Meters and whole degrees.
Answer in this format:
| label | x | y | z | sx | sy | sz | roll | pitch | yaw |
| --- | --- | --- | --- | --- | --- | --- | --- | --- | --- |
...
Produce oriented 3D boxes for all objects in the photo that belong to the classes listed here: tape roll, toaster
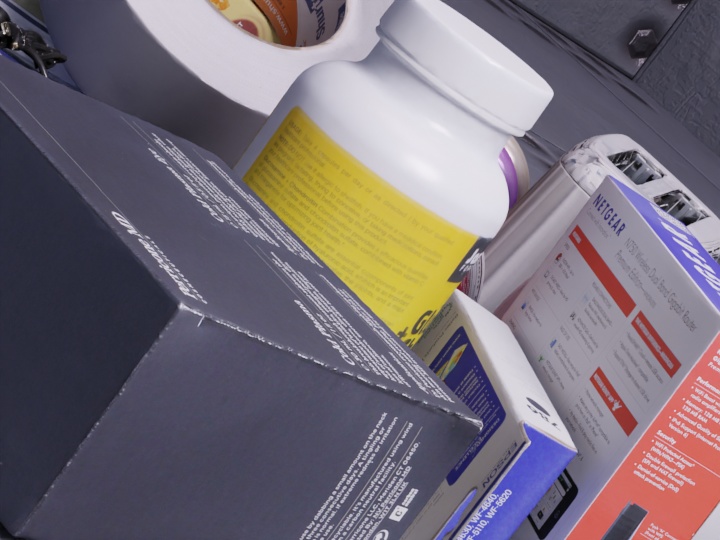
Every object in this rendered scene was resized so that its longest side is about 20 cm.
| label | x | y | z | sx | sy | sz | roll | pitch | yaw |
| --- | --- | --- | --- | --- | --- | --- | --- | --- | --- |
| tape roll | -0.066 | -0.140 | 1.489 | 0.200 | 0.066 | 0.200 | 22 | 46 | -25 |
| toaster | 0.130 | -0.002 | 1.652 | 0.114 | 0.129 | 0.200 | 43 | 16 | 10 |

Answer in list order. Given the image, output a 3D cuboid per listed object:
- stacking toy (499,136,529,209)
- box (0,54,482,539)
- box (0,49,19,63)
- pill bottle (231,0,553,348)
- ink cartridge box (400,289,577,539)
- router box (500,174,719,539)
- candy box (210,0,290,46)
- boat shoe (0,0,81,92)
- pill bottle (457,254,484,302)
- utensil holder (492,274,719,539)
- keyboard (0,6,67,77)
| label | x | y | z | sx | sy | sz | roll | pitch | yaw |
| --- | --- | --- | --- | --- | --- | --- | --- | --- | --- |
| stacking toy | 0.034 | -0.036 | 1.658 | 0.085 | 0.085 | 0.200 | 38 | 21 | 7 |
| box | -0.089 | 0.020 | 1.078 | 0.182 | 0.104 | 0.200 | 26 | 15 | -49 |
| box | -0.198 | -0.084 | 1.370 | 0.121 | 0.032 | 0.200 | 36 | 12 | -5 |
| pill bottle | -0.006 | -0.021 | 1.257 | 0.112 | 0.200 | 0.112 | 35 | 11 | -8 |
| ink cartridge box | 0.039 | 0.084 | 1.227 | 0.039 | 0.099 | 0.200 | 35 | 11 | -15 |
| router box | 0.098 | 0.070 | 1.257 | 0.049 | 0.180 | 0.200 | 32 | 12 | -19 |
| candy box | -0.069 | -0.136 | 1.608 | 0.200 | 0.055 | 0.115 | 47 | 10 | 0 |
| boat shoe | -0.149 | -0.112 | 1.506 | 0.200 | 0.062 | 0.072 | 37 | -24 | 11 |
| pill bottle | 0.000 | 0.000 | 1.428 | 0.113 | 0.113 | 0.200 | 38 | 10 | 6 |
| utensil holder | 0.165 | 0.088 | 1.428 | 0.200 | 0.170 | 0.170 | 22 | 18 | -49 |
| keyboard | -0.140 | -0.060 | 1.323 | 0.200 | 0.021 | 0.127 | 33 | 35 | -75 |
